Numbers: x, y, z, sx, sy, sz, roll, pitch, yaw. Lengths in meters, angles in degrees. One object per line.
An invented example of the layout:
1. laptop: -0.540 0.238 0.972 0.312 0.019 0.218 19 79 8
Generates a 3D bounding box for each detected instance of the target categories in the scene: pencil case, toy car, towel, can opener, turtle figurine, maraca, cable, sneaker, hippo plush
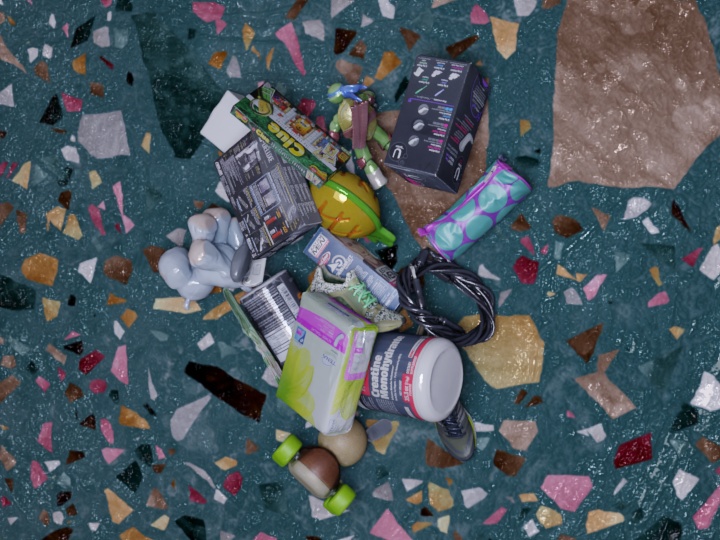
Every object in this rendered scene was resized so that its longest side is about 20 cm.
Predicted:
1. pencil case: 0.202 -0.108 1.509 0.200 0.085 0.092 -44 128 14
2. toy car: -0.042 0.330 1.611 0.164 0.158 0.200 42 74 4
3. towel: -0.185 0.139 1.566 0.023 0.153 0.201 -33 127 -7
4. can opener: -0.196 -0.059 1.586 0.052 0.067 0.202 0 56 11
5. turtle figurine: -0.011 -0.250 1.549 0.199 0.144 0.194 -23 112 43
6. maraca: -0.014 -0.104 1.525 0.137 0.200 0.107 21 73 51
7. cable: 0.157 0.056 1.509 0.200 0.163 0.051 43 137 -1
8. sneaker: -0.011 0.047 1.483 0.198 0.077 0.089 19 116 20
9. sneaker: 0.157 0.261 1.552 0.073 0.081 0.202 -19 100 15
10. hippo plush: -0.294 -0.018 1.642 0.160 0.160 0.200 -23 132 32

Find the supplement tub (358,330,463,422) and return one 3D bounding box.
1. supplement tub: 0.063 0.176 1.462 0.198 0.140 0.142 4 96 36

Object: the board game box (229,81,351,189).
1. board game box: -0.117 -0.233 1.456 0.200 0.105 0.023 40 138 1

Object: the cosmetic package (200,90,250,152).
1. cosmetic package: -0.192 -0.238 1.612 0.200 0.074 0.102 41 104 10

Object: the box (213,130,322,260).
1. box: -0.168 -0.142 1.512 0.157 0.050 0.202 -30 80 41

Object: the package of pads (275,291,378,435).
1. package of pads: -0.056 0.156 1.428 0.154 0.068 0.202 30 110 45

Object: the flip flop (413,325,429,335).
1. flip flop: 0.085 0.169 1.579 0.057 0.081 0.202 29 107 25

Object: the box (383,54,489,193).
1. box: 0.134 -0.251 1.474 0.105 0.122 0.202 16 86 27

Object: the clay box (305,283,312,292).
1. clay box: -0.075 0.097 1.621 0.115 0.048 0.201 39 104 8

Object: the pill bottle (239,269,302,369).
1. pill bottle: -0.126 0.109 1.552 0.106 0.106 0.201 -31 94 15

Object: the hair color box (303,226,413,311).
1. hair color box: 0.000 0.000 1.567 0.199 0.100 0.061 39 104 8
